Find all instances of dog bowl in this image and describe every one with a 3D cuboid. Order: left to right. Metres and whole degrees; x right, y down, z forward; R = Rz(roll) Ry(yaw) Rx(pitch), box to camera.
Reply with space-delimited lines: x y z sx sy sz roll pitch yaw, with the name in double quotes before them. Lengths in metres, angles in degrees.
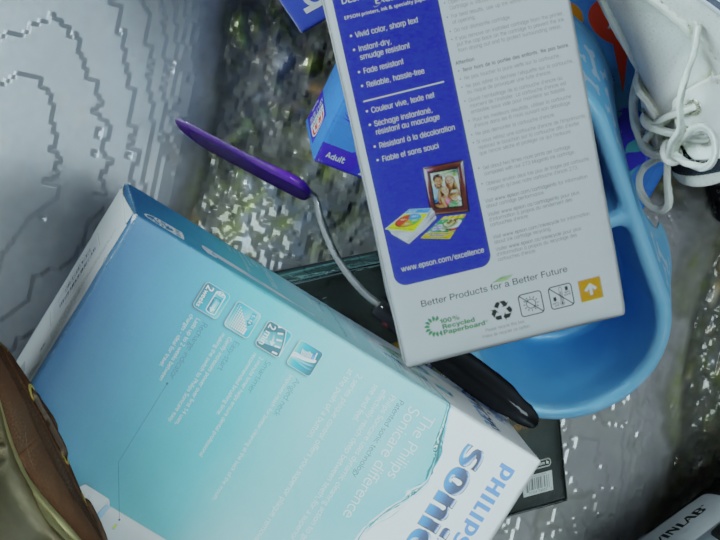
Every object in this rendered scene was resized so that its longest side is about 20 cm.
"dog bowl" 0.073 -0.020 0.966 0.111 0.050 0.201 -20 121 5

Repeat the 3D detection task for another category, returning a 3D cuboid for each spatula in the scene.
"spatula" 0.000 0.000 0.955 0.200 0.057 0.021 44 86 2

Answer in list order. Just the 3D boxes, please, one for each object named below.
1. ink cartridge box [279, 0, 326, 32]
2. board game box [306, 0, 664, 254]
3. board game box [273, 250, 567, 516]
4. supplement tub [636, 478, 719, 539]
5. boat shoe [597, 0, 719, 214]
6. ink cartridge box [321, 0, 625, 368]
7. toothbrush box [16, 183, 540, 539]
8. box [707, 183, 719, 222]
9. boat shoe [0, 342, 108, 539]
"ink cartridge box" -0.037 -0.201 0.875 0.094 0.044 0.201 -26 112 25
"board game box" 0.085 -0.114 0.968 0.151 0.045 0.201 19 115 -16
"board game box" 0.000 0.061 1.022 0.198 0.028 0.137 -11 103 -25
"supplement tub" 0.224 0.143 1.099 0.199 0.122 0.123 -33 112 -19
"boat shoe" 0.145 -0.063 0.928 0.202 0.074 0.086 39 80 -32
"ink cartridge box" 0.042 -0.065 0.886 0.094 0.037 0.202 -13 114 -1
"toothbrush box" -0.049 0.080 0.929 0.199 0.085 0.147 30 95 -12
"box" 0.232 -0.133 1.069 0.147 0.104 0.202 -23 108 -22
"boat shoe" -0.150 0.065 0.835 0.072 0.068 0.201 -26 103 8
